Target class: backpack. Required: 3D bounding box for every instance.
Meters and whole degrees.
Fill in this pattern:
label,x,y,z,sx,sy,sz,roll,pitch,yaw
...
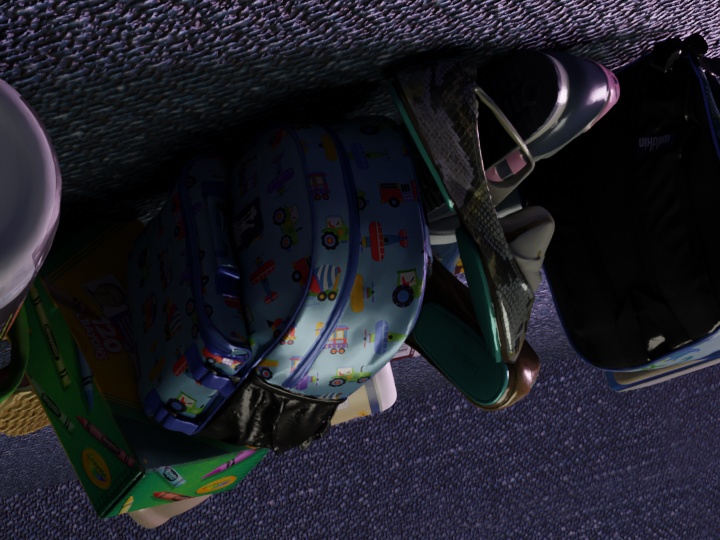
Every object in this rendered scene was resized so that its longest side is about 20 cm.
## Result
label,x,y,z,sx,sy,sz,roll,pitch,yaw
backpack,-0.047,-0.003,0.862,0.133,0.184,0.200,10,145,-30
backpack,0.222,-0.035,0.991,0.146,0.202,0.182,1,161,-44

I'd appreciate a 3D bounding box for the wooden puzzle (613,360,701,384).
label,x,y,z,sx,sy,sz,roll,pitch,yaw
wooden puzzle,0.246,-0.029,1.095,0.184,0.202,0.046,-24,164,38

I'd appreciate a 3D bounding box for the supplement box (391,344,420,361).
label,x,y,z,sx,sy,sz,roll,pitch,yaw
supplement box,-0.046,0.040,1.245,0.198,0.109,0.061,-9,130,-31

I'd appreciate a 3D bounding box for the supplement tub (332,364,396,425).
label,x,y,z,sx,sy,sz,roll,pitch,yaw
supplement tub,-0.073,0.098,1.446,0.198,0.146,0.144,-15,170,-2

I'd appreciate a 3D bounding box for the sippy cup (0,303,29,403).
label,x,y,z,sx,sy,sz,roll,pitch,yaw
sippy cup,-0.295,0.038,0.816,0.138,0.132,0.178,-20,169,19

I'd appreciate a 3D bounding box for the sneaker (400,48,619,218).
label,x,y,z,sx,sy,sz,roll,pitch,yaw
sneaker,0.090,-0.083,0.927,0.081,0.071,0.199,-4,166,-38

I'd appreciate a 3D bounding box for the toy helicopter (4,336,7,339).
label,x,y,z,sx,sy,sz,roll,pitch,yaw
toy helicopter,-0.309,0.045,1.001,0.131,0.080,0.200,-17,173,16

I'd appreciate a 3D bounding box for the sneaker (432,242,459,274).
label,x,y,z,sx,sy,sz,roll,pitch,yaw
sneaker,0.000,0.000,1.052,0.198,0.079,0.089,-19,157,-31

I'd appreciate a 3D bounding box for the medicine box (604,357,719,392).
label,x,y,z,sx,sy,sz,roll,pitch,yaw
medicine box,0.280,-0.018,1.197,0.102,0.202,0.182,-8,168,-36

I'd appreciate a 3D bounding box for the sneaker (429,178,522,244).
label,x,y,z,sx,sy,sz,roll,pitch,yaw
sneaker,0.074,-0.053,1.061,0.198,0.074,0.071,-9,167,-33

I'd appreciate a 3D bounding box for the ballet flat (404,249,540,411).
label,x,y,z,sx,sy,sz,roll,pitch,yaw
ballet flat,0.050,0.019,0.963,0.072,0.200,0.068,-8,133,-54

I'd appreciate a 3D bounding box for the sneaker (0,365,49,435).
label,x,y,z,sx,sy,sz,roll,pitch,yaw
sneaker,-0.218,0.052,1.015,0.075,0.091,0.200,-37,172,26

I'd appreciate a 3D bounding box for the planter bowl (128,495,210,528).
label,x,y,z,sx,sy,sz,roll,pitch,yaw
planter bowl,-0.165,0.121,1.289,0.133,0.202,0.200,-20,170,5

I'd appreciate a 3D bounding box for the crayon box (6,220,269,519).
label,x,y,z,sx,sy,sz,roll,pitch,yaw
crayon box,-0.160,0.060,0.931,0.118,0.201,0.058,-3,143,-52

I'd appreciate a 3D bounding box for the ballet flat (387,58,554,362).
label,x,y,z,sx,sy,sz,roll,pitch,yaw
ballet flat,0.081,-0.038,0.849,0.071,0.202,0.072,-20,-160,8

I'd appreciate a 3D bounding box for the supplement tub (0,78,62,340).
label,x,y,z,sx,sy,sz,roll,pitch,yaw
supplement tub,-0.218,-0.014,0.677,0.121,0.124,0.200,-11,169,-24

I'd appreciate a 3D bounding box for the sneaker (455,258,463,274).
label,x,y,z,sx,sy,sz,roll,pitch,yaw
sneaker,0.110,-0.034,1.259,0.198,0.076,0.090,2,169,-41
